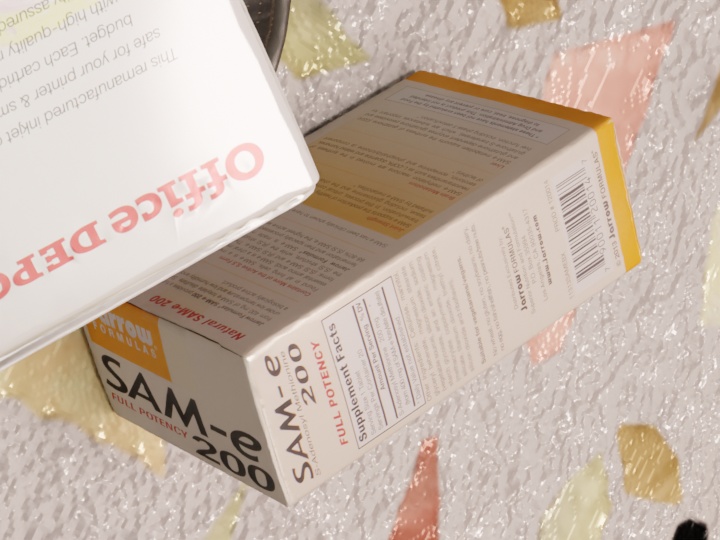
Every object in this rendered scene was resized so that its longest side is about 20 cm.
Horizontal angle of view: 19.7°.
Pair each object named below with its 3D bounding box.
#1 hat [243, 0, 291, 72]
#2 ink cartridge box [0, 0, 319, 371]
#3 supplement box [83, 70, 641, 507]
[{"bbox_3d":[-0.128,-0.105,0.748,0.201,0.081,0.201,-4,102,-19],"label":"hat"},{"bbox_3d":[-0.122,-0.085,0.664,0.145,0.085,0.200,-29,109,-12],"label":"ink cartridge box"},{"bbox_3d":[0.000,0.000,0.853,0.200,0.126,0.074,-32,122,-28],"label":"supplement box"}]
